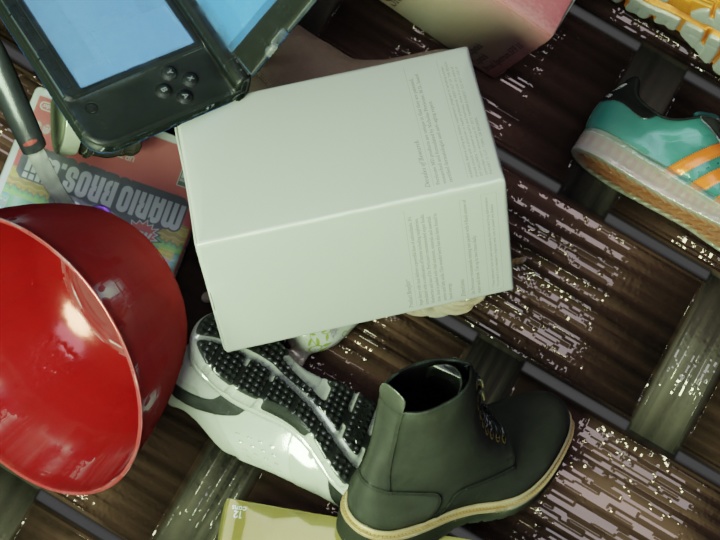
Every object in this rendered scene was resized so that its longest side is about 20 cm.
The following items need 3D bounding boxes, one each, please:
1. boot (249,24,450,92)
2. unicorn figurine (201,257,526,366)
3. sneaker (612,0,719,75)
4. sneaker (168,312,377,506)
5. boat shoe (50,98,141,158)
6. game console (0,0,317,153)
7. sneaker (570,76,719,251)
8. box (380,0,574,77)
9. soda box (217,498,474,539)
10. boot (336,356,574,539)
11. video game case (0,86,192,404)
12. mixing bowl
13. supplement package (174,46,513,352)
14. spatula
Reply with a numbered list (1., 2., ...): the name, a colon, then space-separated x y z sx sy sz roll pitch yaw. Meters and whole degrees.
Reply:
1. boot: -0.042 -0.145 1.439 0.199 0.070 0.146 -32 68 -23
2. unicorn figurine: 0.000 0.000 1.406 0.199 0.074 0.138 -37 81 6
3. sneaker: 0.262 -0.201 1.462 0.199 0.078 0.077 37 68 5
4. sneaker: -0.046 0.109 1.379 0.200 0.080 0.074 40 45 -7
5. boat shoe: -0.186 -0.171 1.429 0.060 0.072 0.203 5 65 -19
6. game console: -0.139 -0.204 1.269 0.170 0.119 0.201 -25 68 -26
7. sneaker: 0.253 -0.067 1.429 0.199 0.071 0.080 31 81 6
8. box: 0.058 -0.244 1.411 0.199 0.128 0.110 33 75 -9
9. soda box: 0.001 0.203 1.351 0.198 0.068 0.065 9 77 -1
10. boot: 0.079 0.097 1.315 0.077 0.139 0.199 38 46 27
11. video game case: -0.198 -0.015 1.419 0.142 0.017 0.202 19 76 1
12. mixing bowl: -0.186 0.034 1.320 0.200 0.200 0.108 46 45 8
13. supplement package: -0.010 -0.046 1.314 0.198 0.122 0.121 -12 53 -2
14. spatula: -0.213 -0.069 1.366 0.056 0.021 0.201 -20 113 6
